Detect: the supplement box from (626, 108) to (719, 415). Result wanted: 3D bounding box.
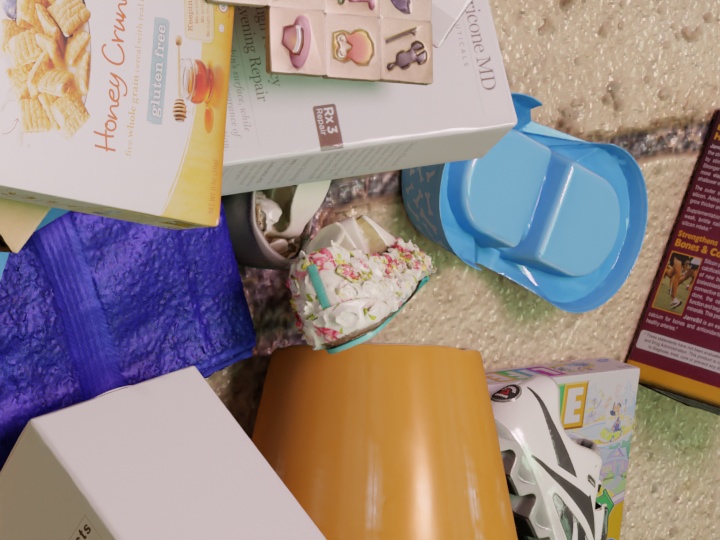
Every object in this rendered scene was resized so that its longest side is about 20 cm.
[{"bbox_3d":[0.276,0.002,1.758,0.086,0.110,0.201,24,85,-45],"label":"supplement box"}]

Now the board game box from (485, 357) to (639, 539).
[{"bbox_3d":[0.098,0.133,1.681,0.199,0.034,0.135,-5,104,-42],"label":"board game box"}]

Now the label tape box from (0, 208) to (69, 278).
[{"bbox_3d":[-0.194,-0.093,1.296,0.144,0.063,0.201,27,71,-43],"label":"label tape box"}]

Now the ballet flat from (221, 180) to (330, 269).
[{"bbox_3d":[-0.032,-0.097,1.473,0.067,0.064,0.201,10,94,-44],"label":"ballet flat"}]

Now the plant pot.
[{"bbox_3d":[0.008,0.138,1.506,0.200,0.200,0.184,6,81,-44],"label":"plant pot"}]

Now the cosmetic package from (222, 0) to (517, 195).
[{"bbox_3d":[-0.024,-0.104,1.402,0.199,0.074,0.102,-10,79,-16],"label":"cosmetic package"}]

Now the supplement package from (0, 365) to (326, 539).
[{"bbox_3d":[-0.098,0.172,1.362,0.121,0.200,0.120,-17,150,-43],"label":"supplement package"}]

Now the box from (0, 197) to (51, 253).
[{"bbox_3d":[-0.165,-0.136,1.264,0.164,0.021,0.200,55,52,-31],"label":"box"}]

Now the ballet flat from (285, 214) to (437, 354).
[{"bbox_3d":[0.000,0.000,1.482,0.075,0.200,0.064,-26,93,8],"label":"ballet flat"}]

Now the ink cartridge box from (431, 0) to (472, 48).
[{"bbox_3d":[0.014,-0.245,1.402,0.176,0.200,0.045,-54,177,-1],"label":"ink cartridge box"}]

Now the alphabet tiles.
[{"bbox_3d":[-0.007,-0.198,1.331,0.167,0.008,0.201,2,85,-32],"label":"alphabet tiles"}]

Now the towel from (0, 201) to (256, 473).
[{"bbox_3d":[-0.147,0.026,1.410,0.200,0.049,0.148,-30,121,-34],"label":"towel"}]

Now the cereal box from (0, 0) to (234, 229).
[{"bbox_3d":[-0.146,-0.104,1.238,0.200,0.039,0.145,9,82,-47],"label":"cereal box"}]

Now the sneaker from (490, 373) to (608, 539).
[{"bbox_3d":[0.130,0.156,1.641,0.088,0.074,0.201,-38,125,-27],"label":"sneaker"}]

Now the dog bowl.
[{"bbox_3d":[0.103,-0.045,1.625,0.200,0.049,0.112,24,85,-44],"label":"dog bowl"}]
